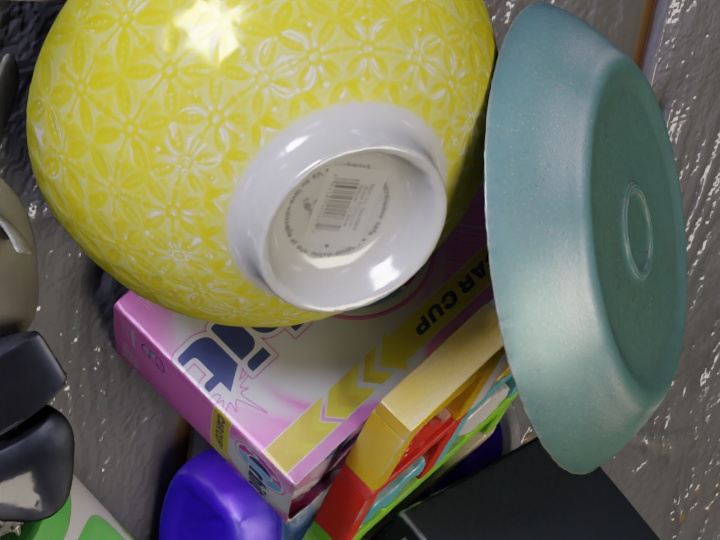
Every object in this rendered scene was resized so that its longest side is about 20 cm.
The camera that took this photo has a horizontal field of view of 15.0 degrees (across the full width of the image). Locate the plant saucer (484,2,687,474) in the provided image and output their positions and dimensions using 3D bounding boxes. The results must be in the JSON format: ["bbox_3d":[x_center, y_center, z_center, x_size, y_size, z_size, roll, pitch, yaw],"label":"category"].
[{"bbox_3d":[0.102,-0.015,1.153,0.200,0.036,0.200,-5,90,-67],"label":"plant saucer"}]

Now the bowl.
[{"bbox_3d":[-0.022,-0.046,1.087,0.200,0.108,0.200,-14,130,-18],"label":"bowl"}]

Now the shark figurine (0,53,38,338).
[{"bbox_3d":[-0.175,-0.019,1.054,0.214,0.089,0.128,8,110,-53],"label":"shark figurine"}]

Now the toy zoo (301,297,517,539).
[{"bbox_3d":[0.040,0.059,1.232,0.131,0.020,0.200,-39,167,-31],"label":"toy zoo"}]

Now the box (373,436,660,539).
[{"bbox_3d":[0.040,0.192,1.364,0.148,0.107,0.200,-22,158,-52],"label":"box"}]

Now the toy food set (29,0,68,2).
[{"bbox_3d":[-0.123,-0.191,1.012,0.143,0.060,0.200,-5,123,-60],"label":"toy food set"}]

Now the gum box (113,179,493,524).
[{"bbox_3d":[0.000,0.000,1.227,0.200,0.113,0.066,-43,168,-17],"label":"gum box"}]

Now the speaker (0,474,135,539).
[{"bbox_3d":[-0.131,0.153,1.238,0.088,0.088,0.200,-47,143,-10],"label":"speaker"}]

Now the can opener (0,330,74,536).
[{"bbox_3d":[-0.192,0.101,1.091,0.200,0.063,0.079,-37,100,-34],"label":"can opener"}]

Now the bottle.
[{"bbox_3d":[-0.006,0.105,1.355,0.200,0.065,0.084,-18,136,-40],"label":"bottle"}]
